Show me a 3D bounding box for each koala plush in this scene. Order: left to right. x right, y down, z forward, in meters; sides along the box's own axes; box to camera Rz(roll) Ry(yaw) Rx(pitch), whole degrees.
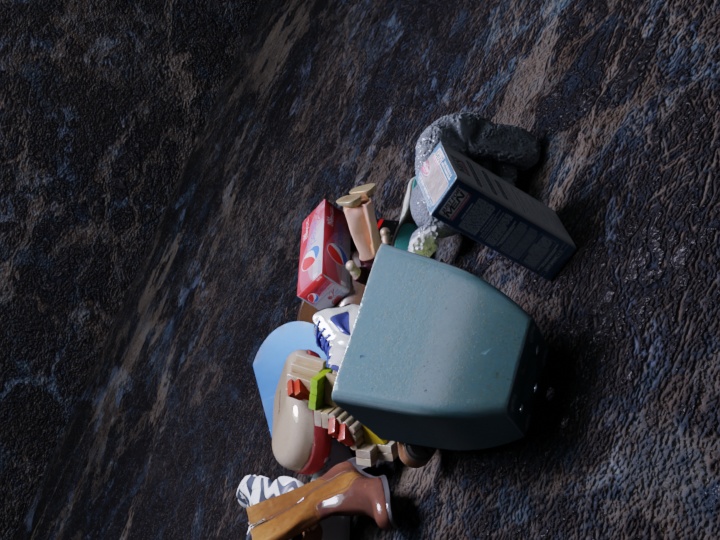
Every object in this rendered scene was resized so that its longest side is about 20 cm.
[{"bbox_3d":[0.133,-0.114,1.429,0.200,0.181,0.180,135,153,-59],"label":"koala plush"}]

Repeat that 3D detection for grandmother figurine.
[{"bbox_3d":[0.019,-0.025,1.545,0.121,0.203,0.060,-34,25,-35],"label":"grandmother figurine"}]

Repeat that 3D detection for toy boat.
[{"bbox_3d":[-0.062,0.221,1.506,0.201,0.128,0.132,-95,21,-57],"label":"toy boat"}]

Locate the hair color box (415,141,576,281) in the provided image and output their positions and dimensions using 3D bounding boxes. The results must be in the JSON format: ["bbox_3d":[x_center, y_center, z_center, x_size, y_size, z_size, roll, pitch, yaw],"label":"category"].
[{"bbox_3d":[0.170,-0.073,1.248,0.061,0.198,0.101,-52,26,22],"label":"hair color box"}]

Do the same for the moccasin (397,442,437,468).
[{"bbox_3d":[0.068,0.190,1.351,0.078,0.073,0.203,-51,26,31],"label":"moccasin"}]

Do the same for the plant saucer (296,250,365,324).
[{"bbox_3d":[-0.050,0.047,1.679,0.200,0.032,0.202,-44,28,30],"label":"plant saucer"}]

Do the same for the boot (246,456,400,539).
[{"bbox_3d":[-0.055,0.327,1.332,0.197,0.069,0.188,-21,23,-10],"label":"boot"}]

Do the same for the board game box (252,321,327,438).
[{"bbox_3d":[-0.096,0.186,1.635,0.157,0.039,0.203,-31,64,28],"label":"board game box"}]

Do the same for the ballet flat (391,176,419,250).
[{"bbox_3d":[0.085,-0.062,1.592,0.069,0.069,0.202,-35,34,47],"label":"ballet flat"}]

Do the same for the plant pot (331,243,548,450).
[{"bbox_3d":[0.112,0.110,1.181,0.197,0.196,0.199,11,72,25],"label":"plant pot"}]

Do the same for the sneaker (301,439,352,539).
[{"bbox_3d":[-0.058,0.325,1.465,0.073,0.084,0.202,-48,27,33],"label":"sneaker"}]

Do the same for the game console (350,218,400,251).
[{"bbox_3d":[0.000,0.000,1.713,0.202,0.031,0.176,-61,25,-7],"label":"game console"}]

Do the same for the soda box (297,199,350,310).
[{"bbox_3d":[-0.060,-0.027,1.670,0.070,0.063,0.202,-42,29,29],"label":"soda box"}]

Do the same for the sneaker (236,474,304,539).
[{"bbox_3d":[-0.159,0.406,1.591,0.198,0.079,0.131,-12,46,48],"label":"sneaker"}]

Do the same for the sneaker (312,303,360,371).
[{"bbox_3d":[-0.030,0.122,1.502,0.081,0.113,0.201,84,-155,-43],"label":"sneaker"}]

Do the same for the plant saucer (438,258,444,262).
[{"bbox_3d":[0.073,0.074,1.422,0.201,0.031,0.200,-55,-5,-7],"label":"plant saucer"}]

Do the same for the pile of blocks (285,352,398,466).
[{"bbox_3d":[-0.029,0.194,1.369,0.062,0.199,0.083,-31,-25,-58],"label":"pile of blocks"}]
